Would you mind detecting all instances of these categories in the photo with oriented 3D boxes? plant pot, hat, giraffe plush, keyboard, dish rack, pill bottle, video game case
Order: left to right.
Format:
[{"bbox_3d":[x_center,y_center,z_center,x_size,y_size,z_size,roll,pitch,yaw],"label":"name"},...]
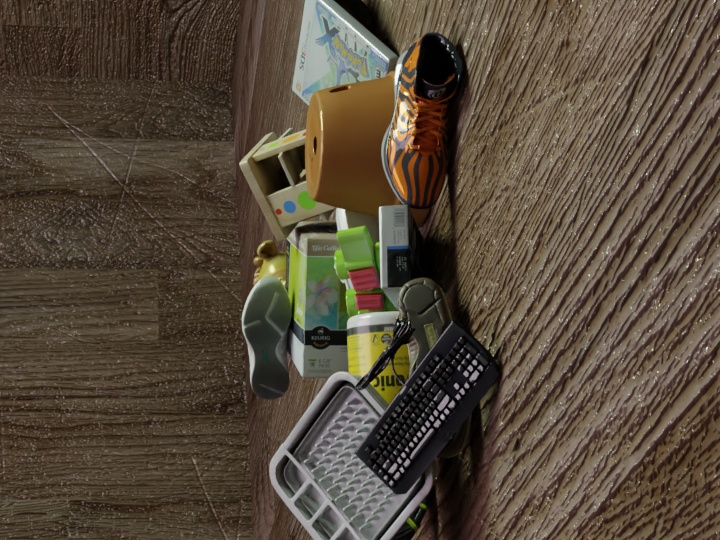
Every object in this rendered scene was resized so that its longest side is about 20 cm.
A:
[{"bbox_3d":[-0.088,0.013,2.044,0.200,0.162,0.173,-137,48,-75],"label":"giraffe plush"},{"bbox_3d":[-0.026,-0.284,1.853,0.200,0.022,0.183,46,142,31],"label":"video game case"},{"bbox_3d":[-0.022,-0.365,1.941,0.201,0.081,0.201,166,90,-77],"label":"hat"},{"bbox_3d":[-0.004,0.224,1.433,0.172,0.043,0.200,48,125,21],"label":"dish rack"},{"bbox_3d":[0.008,-0.155,1.613,0.200,0.140,0.201,180,90,-78],"label":"plant pot"},{"bbox_3d":[0.043,0.151,1.490,0.111,0.111,0.201,146,122,-77],"label":"pill bottle"},{"bbox_3d":[0.051,0.129,1.335,0.127,0.021,0.200,45,118,22],"label":"keyboard"}]

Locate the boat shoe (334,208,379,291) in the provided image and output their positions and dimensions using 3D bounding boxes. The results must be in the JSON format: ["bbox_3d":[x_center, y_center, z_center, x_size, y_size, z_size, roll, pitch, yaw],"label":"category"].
[{"bbox_3d":[0.000,0.000,1.697,0.068,0.072,0.200,-17,97,37],"label":"boat shoe"}]

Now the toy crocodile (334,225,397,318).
[{"bbox_3d":[0.010,0.021,1.585,0.200,0.067,0.062,75,-169,-47],"label":"toy crocodile"}]

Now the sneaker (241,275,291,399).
[{"bbox_3d":[-0.138,0.087,1.851,0.080,0.070,0.201,-102,13,-56],"label":"sneaker"}]

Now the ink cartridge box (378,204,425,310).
[{"bbox_3d":[0.054,-0.006,1.539,0.200,0.039,0.100,55,-148,-76],"label":"ink cartridge box"}]

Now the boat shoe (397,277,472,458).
[{"bbox_3d":[0.089,0.110,1.408,0.076,0.071,0.201,48,-145,-66],"label":"boat shoe"}]

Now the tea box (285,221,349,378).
[{"bbox_3d":[-0.033,0.036,1.833,0.200,0.133,0.197,-138,48,-76],"label":"tea box"}]

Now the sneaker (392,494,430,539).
[{"bbox_3d":[0.050,0.253,1.587,0.076,0.075,0.200,93,-178,-55],"label":"sneaker"}]

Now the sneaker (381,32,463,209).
[{"bbox_3d":[0.071,-0.174,1.447,0.112,0.077,0.201,140,129,-77],"label":"sneaker"}]

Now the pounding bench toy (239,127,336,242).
[{"bbox_3d":[-0.048,-0.155,1.808,0.124,0.156,0.200,64,-157,-17],"label":"pounding bench toy"}]
